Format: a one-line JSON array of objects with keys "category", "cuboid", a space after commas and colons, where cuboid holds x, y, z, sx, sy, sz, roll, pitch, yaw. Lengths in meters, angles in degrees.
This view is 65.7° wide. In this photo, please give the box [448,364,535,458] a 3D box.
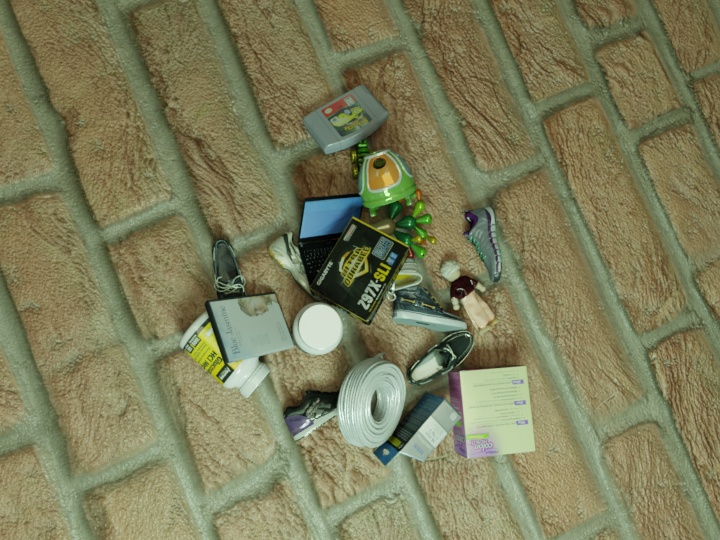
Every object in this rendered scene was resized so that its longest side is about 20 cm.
[{"category": "box", "cuboid": [0.317, 0.340, 1.364, 0.172, 0.097, 0.205, -3, 81, -9]}]

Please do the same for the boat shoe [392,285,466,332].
[{"category": "boat shoe", "cuboid": [0.176, 0.094, 1.390, 0.196, 0.071, 0.093, 12, 68, -15]}]

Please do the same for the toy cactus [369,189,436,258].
[{"category": "toy cactus", "cuboid": [0.099, -0.117, 1.397, 0.161, 0.102, 0.204, -12, 79, -7]}]

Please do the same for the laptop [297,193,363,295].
[{"category": "laptop", "cuboid": [-0.051, -0.065, 1.328, 0.174, 0.103, 0.204, -10, 75, -33]}]

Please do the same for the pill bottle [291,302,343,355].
[{"category": "pill bottle", "cuboid": [-0.099, 0.134, 1.272, 0.113, 0.200, 0.119, 1, 82, -9]}]

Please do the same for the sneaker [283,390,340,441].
[{"category": "sneaker", "cuboid": [-0.089, 0.311, 1.315, 0.198, 0.076, 0.089, -30, 81, -12]}]

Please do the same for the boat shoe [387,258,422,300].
[{"category": "boat shoe", "cuboid": [0.060, 0.032, 1.335, 0.198, 0.076, 0.087, -10, 43, -23]}]

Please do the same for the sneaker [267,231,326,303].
[{"category": "sneaker", "cuboid": [-0.133, -0.009, 1.350, 0.088, 0.076, 0.200, -44, 91, -12]}]

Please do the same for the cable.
[{"category": "cable", "cuboid": [0.029, 0.305, 1.288, 0.198, 0.068, 0.205, -9, 99, -50]}]

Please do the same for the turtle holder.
[{"category": "turtle holder", "cuboid": [0.064, -0.218, 1.319, 0.139, 0.185, 0.134, -11, 106, 32]}]

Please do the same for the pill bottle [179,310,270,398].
[{"category": "pill bottle", "cuboid": [-0.305, 0.192, 1.274, 0.199, 0.112, 0.113, 41, 78, -1]}]

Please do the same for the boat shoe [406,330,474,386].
[{"category": "boat shoe", "cuboid": [0.201, 0.217, 1.368, 0.199, 0.060, 0.076, -39, 81, -6]}]

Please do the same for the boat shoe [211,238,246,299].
[{"category": "boat shoe", "cuboid": [-0.310, 0.024, 1.323, 0.073, 0.062, 0.205, -8, 84, -12]}]

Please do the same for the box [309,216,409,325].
[{"category": "box", "cuboid": [0.000, 0.000, 1.277, 0.158, 0.049, 0.202, 28, 75, 12]}]

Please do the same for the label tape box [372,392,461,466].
[{"category": "label tape box", "cuboid": [0.130, 0.386, 1.303, 0.063, 0.144, 0.200, 45, 78, -3]}]

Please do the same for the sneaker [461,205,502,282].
[{"category": "sneaker", "cuboid": [0.311, -0.065, 1.442, 0.085, 0.075, 0.205, -5, 72, 0]}]

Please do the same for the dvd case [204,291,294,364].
[{"category": "dvd case", "cuboid": [-0.249, 0.125, 1.269, 0.198, 0.017, 0.145, -6, 69, -50]}]

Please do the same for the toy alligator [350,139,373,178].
[{"category": "toy alligator", "cuboid": [0.005, -0.305, 1.426, 0.058, 0.054, 0.205, -5, 83, -10]}]

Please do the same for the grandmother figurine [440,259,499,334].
[{"category": "grandmother figurine", "cuboid": [0.269, 0.062, 1.418, 0.120, 0.060, 0.202, -28, 83, -44]}]

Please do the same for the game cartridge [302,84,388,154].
[{"category": "game cartridge", "cuboid": [-0.033, -0.383, 1.419, 0.198, 0.041, 0.134, -33, 70, -12]}]
